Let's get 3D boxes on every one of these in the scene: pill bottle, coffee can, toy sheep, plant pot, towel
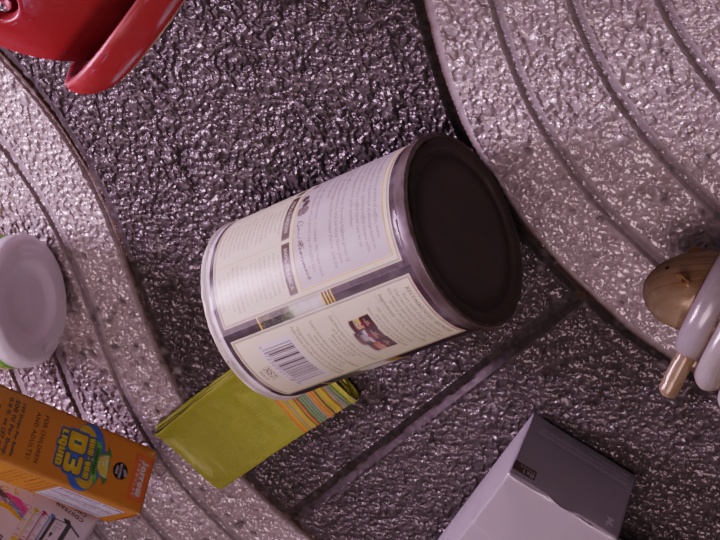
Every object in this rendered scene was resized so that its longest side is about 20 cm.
[{"bbox_3d":[-0.360,0.031,1.619,0.198,0.111,0.112,-4,123,26],"label":"pill bottle"},{"bbox_3d":[0.000,0.000,1.420,0.199,0.147,0.147,-21,114,34],"label":"coffee can"},{"bbox_3d":[0.292,0.050,1.343,0.198,0.138,0.139,26,130,8],"label":"toy sheep"},{"bbox_3d":[-0.203,-0.238,1.307,0.182,0.201,0.200,34,131,-17],"label":"plant pot"},{"bbox_3d":[-0.092,0.123,1.633,0.086,0.018,0.200,45,129,-11],"label":"towel"}]

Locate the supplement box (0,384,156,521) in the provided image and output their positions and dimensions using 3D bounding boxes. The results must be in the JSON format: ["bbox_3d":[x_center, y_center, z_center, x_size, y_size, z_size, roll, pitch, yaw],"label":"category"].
[{"bbox_3d":[-0.277,0.154,1.646,0.199,0.067,0.068,27,153,-32],"label":"supplement box"}]

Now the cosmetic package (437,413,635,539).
[{"bbox_3d":[0.131,0.225,1.570,0.106,0.090,0.201,32,127,-2],"label":"cosmetic package"}]

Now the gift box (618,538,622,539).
[{"bbox_3d":[0.218,0.357,1.558,0.183,0.201,0.187,29,129,-6],"label":"gift box"}]

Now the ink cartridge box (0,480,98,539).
[{"bbox_3d":[-0.336,0.249,1.710,0.147,0.201,0.145,34,131,-4],"label":"ink cartridge box"}]
